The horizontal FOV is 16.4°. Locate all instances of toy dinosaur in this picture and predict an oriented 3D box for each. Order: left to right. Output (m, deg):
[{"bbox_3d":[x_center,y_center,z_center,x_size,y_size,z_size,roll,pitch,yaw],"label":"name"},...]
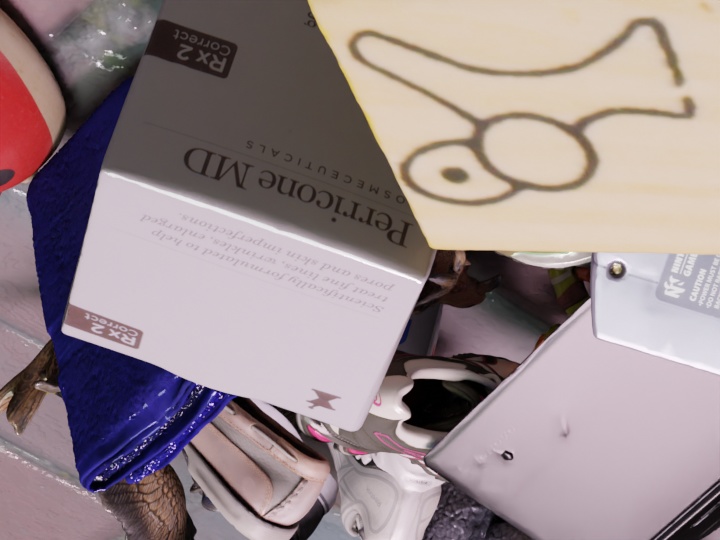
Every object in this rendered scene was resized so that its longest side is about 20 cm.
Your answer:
[{"bbox_3d":[0.000,0.000,1.390,0.135,0.200,0.086,5,105,14],"label":"toy dinosaur"}]

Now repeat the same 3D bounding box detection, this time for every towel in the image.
[{"bbox_3d":[-0.121,0.005,1.383,0.049,0.201,0.148,10,143,-39],"label":"towel"}]

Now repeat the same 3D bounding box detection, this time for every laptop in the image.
[{"bbox_3d":[0.175,0.078,1.398,0.187,0.200,0.116,-46,73,33],"label":"laptop"}]

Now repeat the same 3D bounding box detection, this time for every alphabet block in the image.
[{"bbox_3d":[0.115,-0.135,1.072,0.199,0.197,0.196,2,144,23],"label":"alphabet block"}]

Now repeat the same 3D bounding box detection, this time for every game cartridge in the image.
[{"bbox_3d":[0.190,-0.045,1.241,0.132,0.042,0.201,19,115,3],"label":"game cartridge"}]

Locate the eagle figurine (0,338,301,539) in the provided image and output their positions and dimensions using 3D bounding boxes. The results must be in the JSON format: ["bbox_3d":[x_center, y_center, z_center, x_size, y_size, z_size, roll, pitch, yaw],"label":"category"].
[{"bbox_3d":[-0.132,0.106,1.638,0.200,0.151,0.151,41,134,-18],"label":"eagle figurine"}]

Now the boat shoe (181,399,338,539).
[{"bbox_3d":[-0.078,0.124,1.570,0.070,0.067,0.200,15,159,28],"label":"boat shoe"}]

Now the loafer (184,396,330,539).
[{"bbox_3d":[-0.090,0.067,1.442,0.063,0.200,0.072,-49,157,20],"label":"loafer"}]

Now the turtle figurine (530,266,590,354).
[{"bbox_3d":[0.162,0.045,1.453,0.160,0.065,0.200,0,144,26],"label":"turtle figurine"}]

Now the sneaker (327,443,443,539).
[{"bbox_3d":[0.010,0.132,1.591,0.075,0.082,0.200,12,-178,-8],"label":"sneaker"}]

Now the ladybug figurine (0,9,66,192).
[{"bbox_3d":[-0.247,-0.105,1.408,0.135,0.072,0.200,-10,139,37],"label":"ladybug figurine"}]

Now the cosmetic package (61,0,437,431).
[{"bbox_3d":[-0.037,-0.059,1.255,0.164,0.201,0.165,18,147,-3],"label":"cosmetic package"}]

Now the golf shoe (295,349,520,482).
[{"bbox_3d":[0.058,0.085,1.432,0.199,0.078,0.088,7,177,-41],"label":"golf shoe"}]

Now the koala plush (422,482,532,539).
[{"bbox_3d":[0.129,0.248,1.657,0.183,0.201,0.177,-13,138,39],"label":"koala plush"}]

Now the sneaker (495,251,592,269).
[{"bbox_3d":[0.140,-0.062,1.308,0.199,0.077,0.089,-8,130,25],"label":"sneaker"}]

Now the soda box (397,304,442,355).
[{"bbox_3d":[-0.053,0.031,1.531,0.199,0.069,0.064,15,150,5],"label":"soda box"}]
